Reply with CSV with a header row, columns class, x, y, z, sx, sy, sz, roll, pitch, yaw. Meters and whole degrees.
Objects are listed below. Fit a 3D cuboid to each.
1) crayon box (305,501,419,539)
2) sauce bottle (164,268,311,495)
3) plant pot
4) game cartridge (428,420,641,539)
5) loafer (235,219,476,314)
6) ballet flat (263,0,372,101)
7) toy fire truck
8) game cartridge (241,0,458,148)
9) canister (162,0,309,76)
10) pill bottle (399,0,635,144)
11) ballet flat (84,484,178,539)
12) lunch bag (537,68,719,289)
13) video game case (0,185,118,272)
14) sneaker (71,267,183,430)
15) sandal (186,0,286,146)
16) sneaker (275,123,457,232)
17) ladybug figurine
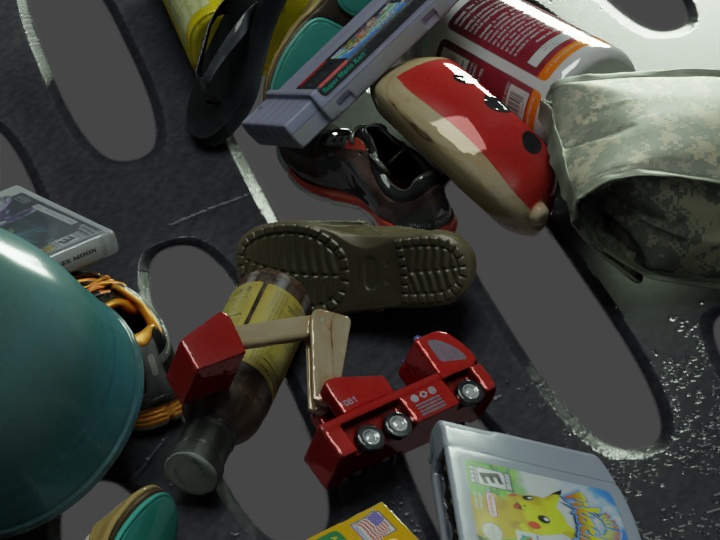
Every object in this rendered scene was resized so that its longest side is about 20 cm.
class,x,y,z,sx,sy,sz,roll,pitch,yaw
crayon box,-0.034,0.238,1.445,0.199,0.052,0.126,-25,42,-23
sauce bottle,-0.091,0.080,1.649,0.064,0.065,0.200,7,39,16
plant pot,-0.276,0.050,1.554,0.199,0.188,0.201,-13,52,17
game cartridge,0.116,0.172,1.485,0.133,0.041,0.200,17,27,-14
loafer,0.000,0.000,1.744,0.199,0.076,0.067,5,3,24
ballet flat,-0.018,-0.215,1.970,0.200,0.069,0.063,-55,16,3
toy fire truck,-0.018,0.076,1.602,0.200,0.049,0.141,-22,65,-32
game cartridge,-0.003,-0.177,1.860,0.200,0.038,0.130,-44,12,-11
canister,-0.111,-0.260,2.084,0.148,0.087,0.200,-12,39,-12
pill bottle,0.125,-0.168,1.912,0.113,0.113,0.200,-29,44,-29
ballet flat,-0.175,0.213,1.487,0.063,0.069,0.200,-7,34,20
lunch bag,0.237,-0.073,1.753,0.199,0.118,0.164,6,36,-9
video game case,-0.307,-0.009,1.778,0.181,0.023,0.200,-25,24,-23
sneaker,-0.190,0.037,1.708,0.078,0.077,0.200,-27,41,-24
sandal,-0.107,-0.205,1.948,0.043,0.201,0.076,20,1,-40
sneaker,0.006,-0.093,1.851,0.077,0.082,0.200,-31,44,-30
ladybug figurine,0.089,-0.103,1.808,0.072,0.136,0.200,-47,58,3
